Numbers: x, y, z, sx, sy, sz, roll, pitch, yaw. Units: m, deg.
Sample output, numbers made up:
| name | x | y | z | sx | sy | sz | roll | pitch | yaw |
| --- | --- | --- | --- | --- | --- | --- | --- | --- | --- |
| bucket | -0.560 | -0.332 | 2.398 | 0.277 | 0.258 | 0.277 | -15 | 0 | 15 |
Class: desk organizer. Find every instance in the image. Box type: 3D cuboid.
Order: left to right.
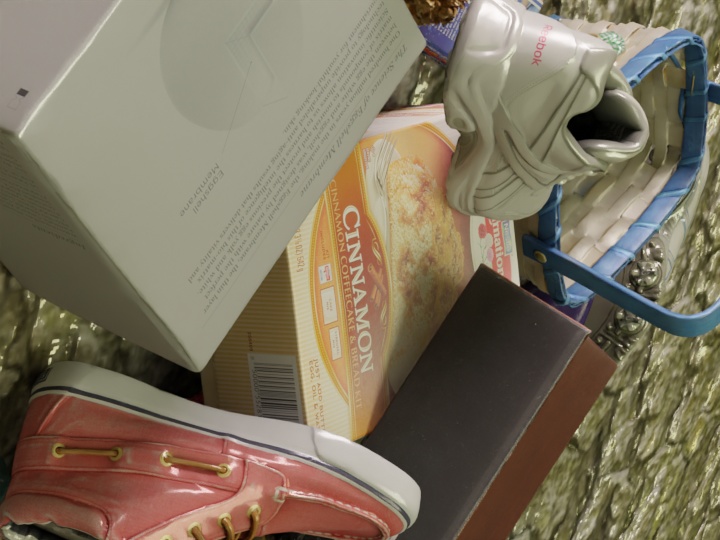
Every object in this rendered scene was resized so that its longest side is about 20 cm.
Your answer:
| name | x | y | z | sx | sy | sz | roll | pitch | yaw |
| --- | --- | --- | --- | --- | --- | --- | --- | --- | --- |
| desk organizer | 0.048 | 0.106 | 1.229 | 0.200 | 0.072 | 0.077 | -57 | 155 | -2 |

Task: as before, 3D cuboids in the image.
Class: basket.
| name | x | y | z | sx | sy | sz | roll | pitch | yaw |
| --- | --- | --- | --- | --- | --- | --- | --- | --- | --- |
| basket | 0.159 | -0.055 | 1.376 | 0.176 | 0.200 | 0.139 | -48 | 151 | -31 |

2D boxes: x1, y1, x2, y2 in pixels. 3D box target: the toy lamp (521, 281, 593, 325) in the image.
| name | x | y | z | sx | sy | sz | roll | pitch | yaw |
| --- | --- | --- | --- | --- | --- | --- | --- | --- | --- |
| toy lamp | 0.079 | 0.078 | 1.491 | 0.200 | 0.058 | 0.058 | -49 | 145 | -22 |

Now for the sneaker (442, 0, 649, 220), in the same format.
| name | x | y | z | sx | sy | sz | roll | pitch | yaw |
| --- | --- | --- | --- | --- | --- | --- | --- | --- | --- |
| sneaker | 0.097 | -0.068 | 1.205 | 0.200 | 0.099 | 0.078 | 70 | 39 | -71 |

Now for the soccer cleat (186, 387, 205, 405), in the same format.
| name | x | y | z | sx | sy | sz | roll | pitch | yaw |
| --- | --- | --- | --- | --- | --- | --- | --- | --- | --- |
| soccer cleat | -0.093 | 0.096 | 1.248 | 0.200 | 0.068 | 0.073 | -8 | 92 | -49 |

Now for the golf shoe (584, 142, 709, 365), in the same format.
| name | x | y | z | sx | sy | sz | roll | pitch | yaw |
| --- | --- | --- | --- | --- | --- | --- | --- | --- | --- |
| golf shoe | 0.188 | -0.009 | 1.581 | 0.200 | 0.078 | 0.097 | -65 | 155 | -1 |

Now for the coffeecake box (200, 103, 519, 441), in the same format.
| name | x | y | z | sx | sy | sz | roll | pitch | yaw |
| --- | --- | --- | --- | --- | --- | --- | --- | --- | --- |
| coffeecake box | 0.000 | 0.000 | 1.260 | 0.200 | 0.073 | 0.154 | -20 | 106 | -50 |

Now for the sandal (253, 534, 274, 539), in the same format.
| name | x | y | z | sx | sy | sz | roll | pitch | yaw |
| --- | --- | --- | --- | --- | --- | --- | --- | --- | --- |
| sandal | -0.078 | 0.192 | 1.166 | 0.054 | 0.200 | 0.080 | 30 | 119 | -21 |

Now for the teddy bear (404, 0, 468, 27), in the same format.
| name | x | y | z | sx | sy | sz | roll | pitch | yaw |
| --- | --- | --- | --- | --- | --- | --- | --- | --- | --- |
| teddy bear | 0.015 | -0.188 | 1.149 | 0.067 | 0.200 | 0.145 | -30 | 117 | 10 |

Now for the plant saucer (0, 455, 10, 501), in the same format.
| name | x | y | z | sx | sy | sz | roll | pitch | yaw |
| --- | --- | --- | --- | --- | --- | --- | --- | --- | --- |
| plant saucer | -0.230 | 0.100 | 1.074 | 0.200 | 0.019 | 0.070 | 30 | 85 | -58 |

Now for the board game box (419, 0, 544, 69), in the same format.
| name | x | y | z | sx | sy | sz | roll | pitch | yaw |
| --- | --- | --- | --- | --- | --- | --- | --- | --- | --- |
| board game box | 0.079 | -0.213 | 1.313 | 0.135 | 0.034 | 0.200 | 28 | 86 | -58 |

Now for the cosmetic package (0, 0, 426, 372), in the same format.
| name | x | y | z | sx | sy | sz | roll | pitch | yaw |
| --- | --- | --- | --- | --- | --- | --- | --- | --- | --- |
| cosmetic package | -0.095 | -0.099 | 1.043 | 0.199 | 0.123 | 0.200 | -56 | 146 | -17 |

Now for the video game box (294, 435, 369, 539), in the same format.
| name | x | y | z | sx | sy | sz | roll | pitch | yaw |
| --- | --- | --- | --- | --- | --- | --- | --- | --- | --- |
| video game box | -0.037 | 0.192 | 1.327 | 0.200 | 0.047 | 0.182 | -55 | 178 | -17 |

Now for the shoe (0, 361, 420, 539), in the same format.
| name | x | y | z | sx | sy | sz | roll | pitch | yaw |
| --- | --- | --- | --- | --- | --- | --- | --- | --- | --- |
| shoe | -0.075 | 0.118 | 1.146 | 0.071 | 0.200 | 0.091 | 115 | -8 | -60 |
